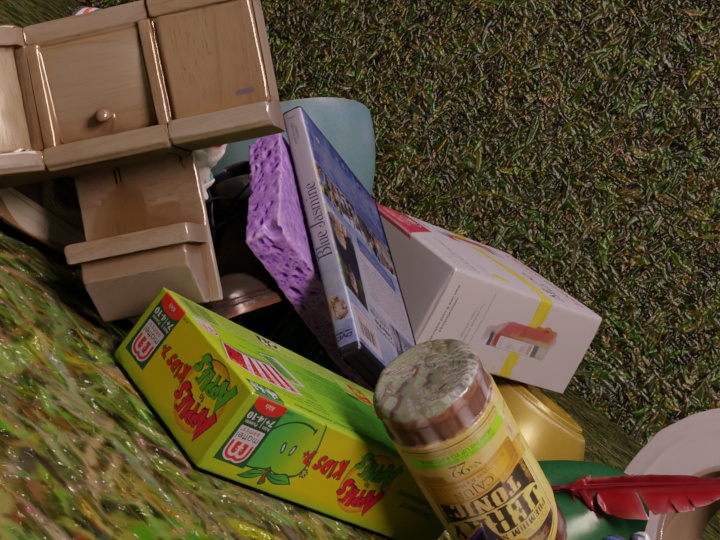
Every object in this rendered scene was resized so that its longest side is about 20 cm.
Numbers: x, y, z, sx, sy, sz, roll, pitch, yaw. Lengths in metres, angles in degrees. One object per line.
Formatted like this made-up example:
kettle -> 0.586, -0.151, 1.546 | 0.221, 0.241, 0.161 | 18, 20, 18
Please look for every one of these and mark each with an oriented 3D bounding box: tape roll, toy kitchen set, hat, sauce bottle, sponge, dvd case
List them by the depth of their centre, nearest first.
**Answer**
toy kitchen set -> -0.146, -0.052, 0.595 | 0.180, 0.199, 0.164 | -16, 95, -83
sauce bottle -> 0.076, 0.128, 0.668 | 0.200, 0.065, 0.065 | 58, -6, -29
dvd case -> 0.000, 0.000, 0.840 | 0.143, 0.018, 0.200 | 49, 22, -54
hat -> 0.173, 0.141, 0.847 | 0.200, 0.176, 0.166 | 39, 5, 21
sponge -> -0.021, 0.007, 0.850 | 0.200, 0.030, 0.112 | 57, 17, -37
tape roll -> 0.285, 0.208, 0.909 | 0.071, 0.203, 0.202 | 33, 7, -43

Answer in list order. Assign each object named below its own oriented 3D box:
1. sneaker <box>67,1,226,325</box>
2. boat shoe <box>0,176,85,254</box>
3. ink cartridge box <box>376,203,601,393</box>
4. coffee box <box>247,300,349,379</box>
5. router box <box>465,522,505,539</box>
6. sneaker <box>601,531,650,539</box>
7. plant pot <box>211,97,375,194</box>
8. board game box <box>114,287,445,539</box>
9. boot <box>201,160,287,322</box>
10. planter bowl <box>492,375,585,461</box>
sneaker -> -0.111, -0.062, 0.710 | 0.070, 0.093, 0.201 | -21, 103, -76
boat shoe -> -0.167, -0.039, 0.782 | 0.072, 0.065, 0.200 | 39, 4, 32
ink cartridge box -> 0.094, 0.025, 1.079 | 0.200, 0.084, 0.145 | 18, 14, -40
coffee box -> -0.005, 0.073, 0.993 | 0.200, 0.044, 0.123 | 35, 6, -25
router box -> 0.130, 0.219, 0.570 | 0.200, 0.052, 0.157 | 37, 5, -7
sneaker -> 0.136, 0.149, 0.525 | 0.085, 0.077, 0.200 | 36, 4, 36
plant pot -> -0.069, -0.078, 1.275 | 0.200, 0.200, 0.135 | 23, 50, -70
board game box -> -0.032, 0.087, 0.675 | 0.200, 0.048, 0.102 | 32, 8, -46
boot -> -0.091, -0.020, 0.847 | 0.200, 0.074, 0.097 | -70, 139, -80
planter bowl -> 0.142, 0.148, 1.106 | 0.200, 0.084, 0.200 | 37, 5, -3
